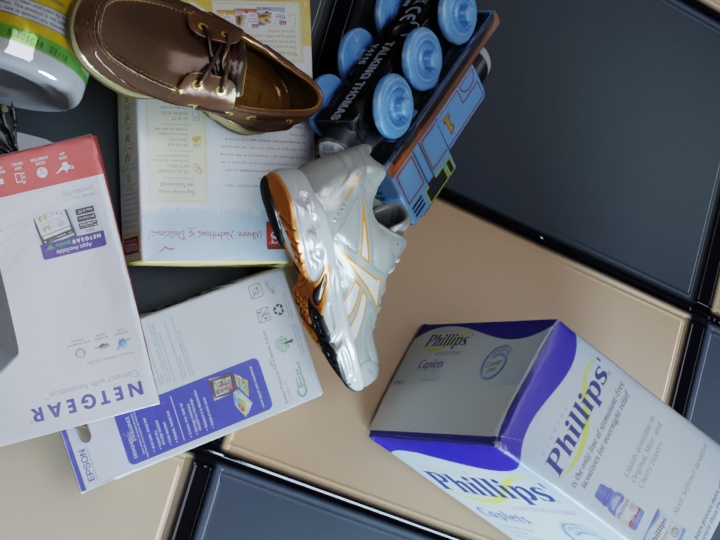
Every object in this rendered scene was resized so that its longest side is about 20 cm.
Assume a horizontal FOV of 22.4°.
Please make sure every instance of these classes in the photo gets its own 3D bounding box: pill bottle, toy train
[{"bbox_3d":[-0.210,-0.215,1.196,0.111,0.111,0.200,21,76,-27],"label":"pill bottle"},{"bbox_3d":[0.035,-0.128,1.339,0.200,0.087,0.114,-57,136,-34],"label":"toy train"}]

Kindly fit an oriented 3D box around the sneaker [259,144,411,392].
[{"bbox_3d":[0.000,0.000,1.279,0.092,0.076,0.200,-25,133,-12],"label":"sneaker"}]

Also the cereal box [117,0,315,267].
[{"bbox_3d":[-0.101,-0.102,1.291,0.144,0.040,0.200,1,86,-33],"label":"cereal box"}]

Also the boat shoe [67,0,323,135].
[{"bbox_3d":[-0.104,-0.140,1.200,0.200,0.067,0.072,19,78,-47],"label":"boat shoe"}]

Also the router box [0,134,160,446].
[{"bbox_3d":[-0.245,0.023,1.161,0.200,0.049,0.180,-15,93,-13],"label":"router box"}]

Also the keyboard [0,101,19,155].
[{"bbox_3d":[-0.260,-0.033,1.201,0.127,0.021,0.200,-30,102,-16],"label":"keyboard"}]

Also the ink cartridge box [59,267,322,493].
[{"bbox_3d":[-0.128,0.074,1.263,0.200,0.039,0.100,-20,96,-31],"label":"ink cartridge box"}]

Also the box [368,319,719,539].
[{"bbox_3d":[0.139,0.131,1.332,0.200,0.184,0.105,37,71,-22],"label":"box"}]
